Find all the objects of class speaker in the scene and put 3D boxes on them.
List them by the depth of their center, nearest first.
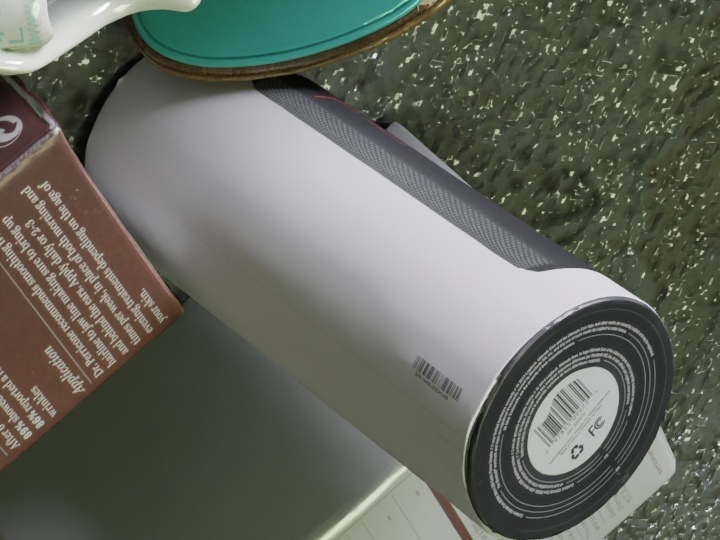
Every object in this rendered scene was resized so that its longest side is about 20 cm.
[{"bbox_3d":[0.000,0.000,0.902,0.081,0.200,0.082,-22,129,-30],"label":"speaker"}]

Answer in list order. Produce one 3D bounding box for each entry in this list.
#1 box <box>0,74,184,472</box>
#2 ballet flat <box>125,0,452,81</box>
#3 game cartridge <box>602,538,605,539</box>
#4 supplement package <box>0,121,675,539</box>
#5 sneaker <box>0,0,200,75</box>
[{"bbox_3d":[-0.161,0.033,0.887,0.200,0.075,0.100,-42,140,-9],"label":"box"},{"bbox_3d":[0.022,-0.117,0.922,0.199,0.068,0.072,-31,179,11],"label":"ballet flat"},{"bbox_3d":[0.074,0.165,1.150,0.040,0.133,0.201,-35,138,-25],"label":"game cartridge"},{"bbox_3d":[-0.011,0.073,1.013,0.200,0.117,0.117,-40,141,-8],"label":"supplement package"},{"bbox_3d":[-0.130,-0.085,0.815,0.199,0.080,0.071,-21,135,-26],"label":"sneaker"}]
